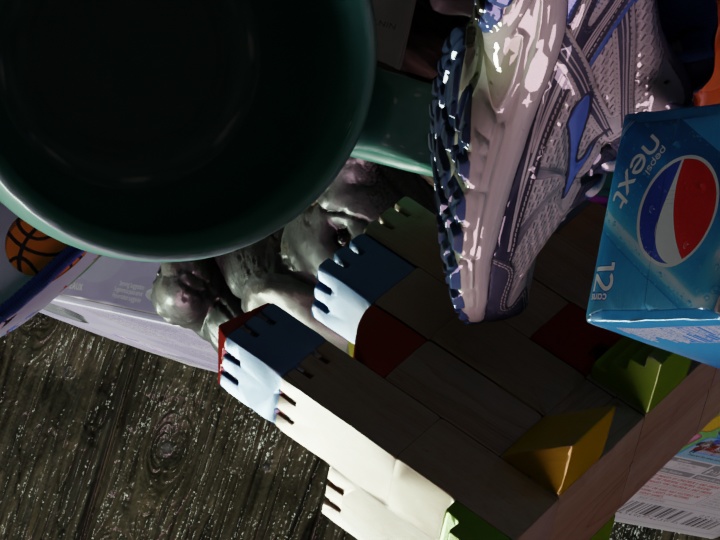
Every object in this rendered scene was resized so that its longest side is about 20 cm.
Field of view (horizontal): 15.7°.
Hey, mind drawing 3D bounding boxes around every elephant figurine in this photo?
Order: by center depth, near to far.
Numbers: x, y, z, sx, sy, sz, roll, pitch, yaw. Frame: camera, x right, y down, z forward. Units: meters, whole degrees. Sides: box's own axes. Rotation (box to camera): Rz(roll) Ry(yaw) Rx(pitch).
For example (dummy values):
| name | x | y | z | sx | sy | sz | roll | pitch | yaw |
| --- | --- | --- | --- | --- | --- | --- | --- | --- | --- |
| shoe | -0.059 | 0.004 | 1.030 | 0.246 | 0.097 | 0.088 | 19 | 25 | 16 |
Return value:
| name | x | y | z | sx | sy | sz | roll | pitch | yaw |
| --- | --- | --- | --- | --- | --- | --- | --- | --- | --- |
| elephant figurine | 0.000 | 0.000 | 1.107 | 0.155 | 0.142 | 0.200 | 21 | 174 | -28 |

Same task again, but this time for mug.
| name | x | y | z | sx | sy | sz | roll | pitch | yaw |
| --- | --- | --- | --- | --- | --- | --- | --- | --- | --- |
| mug | -0.069 | -0.069 | 0.952 | 0.185 | 0.152 | 0.114 | 50 | 171 | -11 |

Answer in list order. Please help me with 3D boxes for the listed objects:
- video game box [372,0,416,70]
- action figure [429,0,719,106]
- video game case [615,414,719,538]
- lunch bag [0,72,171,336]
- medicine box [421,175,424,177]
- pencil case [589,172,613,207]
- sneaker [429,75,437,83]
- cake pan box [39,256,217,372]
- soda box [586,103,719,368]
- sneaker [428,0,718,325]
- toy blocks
| name | x | y | z | sx | sy | sz | roll | pitch | yaw |
| --- | --- | --- | --- | --- | --- | --- | --- | --- | --- |
| video game box | -0.073 | -0.111 | 1.148 | 0.181 | 0.047 | 0.200 | 18 | 174 | -3 |
| action figure | 0.100 | -0.051 | 0.947 | 0.193 | 0.105 | 0.199 | 40 | 148 | -28 |
| video game case | 0.136 | 0.063 | 1.107 | 0.199 | 0.022 | 0.182 | 14 | 150 | -32 |
| lunch bag | -0.190 | -0.015 | 1.074 | 0.124 | 0.200 | 0.170 | 49 | 176 | -5 |
| medicine box | -0.064 | -0.054 | 1.345 | 0.181 | 0.104 | 0.200 | 16 | 174 | -3 |
| pencil case | 0.172 | -0.027 | 1.058 | 0.199 | 0.086 | 0.092 | 13 | -144 | 20 |
| sneaker | 0.069 | -0.003 | 1.192 | 0.078 | 0.201 | 0.075 | -32 | 155 | 18 |
| cake pan box | -0.075 | 0.022 | 1.338 | 0.184 | 0.053 | 0.200 | 12 | 172 | 41 |
| soda box | 0.168 | 0.009 | 0.815 | 0.199 | 0.068 | 0.064 | 19 | 168 | -34 |
| sneaker | 0.070 | -0.057 | 0.820 | 0.085 | 0.077 | 0.201 | 3 | 135 | -7 |
| toy blocks | 0.041 | 0.032 | 0.925 | 0.136 | 0.200 | 0.100 | 34 | 139 | 23 |
